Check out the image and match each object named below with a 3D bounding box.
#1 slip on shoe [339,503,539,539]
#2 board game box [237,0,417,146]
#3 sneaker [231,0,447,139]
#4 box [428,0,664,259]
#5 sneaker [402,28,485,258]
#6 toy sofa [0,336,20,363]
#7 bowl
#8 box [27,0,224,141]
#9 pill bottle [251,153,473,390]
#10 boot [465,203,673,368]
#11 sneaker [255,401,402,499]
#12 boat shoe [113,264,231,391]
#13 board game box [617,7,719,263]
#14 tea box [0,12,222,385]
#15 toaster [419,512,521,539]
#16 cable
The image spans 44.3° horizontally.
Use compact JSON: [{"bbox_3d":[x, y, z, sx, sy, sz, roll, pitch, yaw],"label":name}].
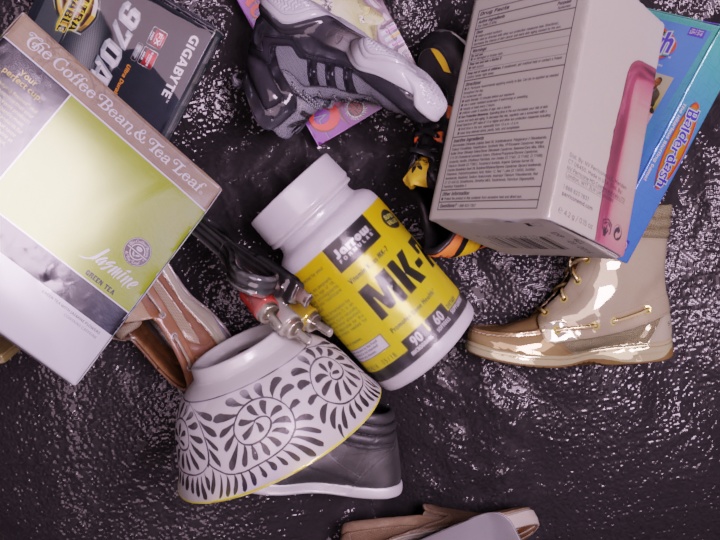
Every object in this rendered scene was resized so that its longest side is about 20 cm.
[{"bbox_3d":[0.076,0.258,0.873,0.198,0.076,0.061,-16,56,-5],"label":"slip on shoe"},{"bbox_3d":[-0.037,-0.233,0.820,0.119,0.032,0.201,-29,97,9],"label":"board game box"},{"bbox_3d":[-0.025,-0.155,0.769,0.199,0.075,0.115,36,106,18],"label":"sneaker"},{"bbox_3d":[0.151,-0.120,0.719,0.108,0.127,0.202,19,80,-39],"label":"box"},{"bbox_3d":[0.074,-0.109,0.782,0.089,0.070,0.202,-21,104,-38],"label":"sneaker"},{"bbox_3d":[-0.370,-0.016,0.806,0.096,0.083,0.202,-4,109,9],"label":"toy sofa"},{"bbox_3d":[-0.090,0.107,0.780,0.199,0.201,0.095,-25,100,4],"label":"bowl"},{"bbox_3d":[-0.242,-0.172,0.820,0.158,0.046,0.201,30,98,-3],"label":"box"},{"bbox_3d":[0.000,0.000,0.808,0.114,0.114,0.200,-41,96,6],"label":"pill bottle"},{"bbox_3d":[0.195,0.009,0.827,0.197,0.073,0.157,-2,99,-1],"label":"boot"},{"bbox_3d":[-0.054,0.162,0.859,0.197,0.071,0.100,4,97,-6],"label":"sneaker"},{"bbox_3d":[-0.207,0.030,0.824,0.200,0.072,0.076,43,137,-4],"label":"boat shoe"},{"bbox_3d":[0.213,-0.129,0.773,0.045,0.152,0.202,19,102,-41],"label":"board game box"},{"bbox_3d":[-0.257,-0.053,0.704,0.200,0.133,0.198,43,74,-23],"label":"tea box"},{"bbox_3d":[0.096,0.338,0.818,0.198,0.119,0.182,-24,133,5],"label":"toaster"},{"bbox_3d":[-0.112,0.001,0.777,0.199,0.097,0.051,30,97,37],"label":"cable"}]
